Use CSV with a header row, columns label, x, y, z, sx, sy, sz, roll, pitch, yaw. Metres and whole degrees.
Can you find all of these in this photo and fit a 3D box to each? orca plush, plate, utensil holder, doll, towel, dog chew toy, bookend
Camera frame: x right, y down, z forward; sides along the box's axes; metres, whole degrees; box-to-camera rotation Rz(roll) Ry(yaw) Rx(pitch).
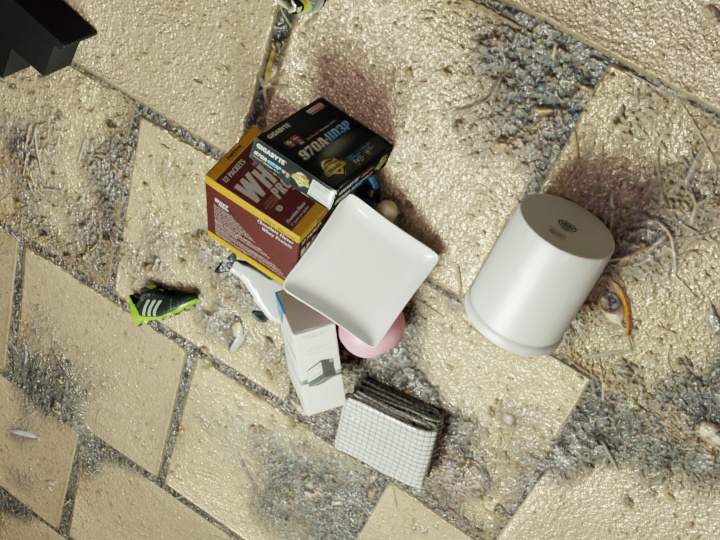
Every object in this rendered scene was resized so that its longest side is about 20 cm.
label,x,y,z,sx,sy,sz,roll,pitch,yaw
orca plush,-0.195,0.041,1.779,0.200,0.071,0.105,27,89,-18
plate,0.000,0.000,1.555,0.200,0.032,0.200,34,95,-14
utensil holder,0.278,0.005,1.415,0.170,0.170,0.200,32,126,11
doll,-0.021,-0.138,1.584,0.200,0.048,0.137,28,129,18
towel,0.057,0.317,1.787,0.200,0.086,0.166,22,128,17
dog chew toy,-0.002,0.056,1.648,0.125,0.125,0.200,-24,94,38
bookend,-0.638,-0.441,1.753,0.200,0.092,0.199,42,132,2

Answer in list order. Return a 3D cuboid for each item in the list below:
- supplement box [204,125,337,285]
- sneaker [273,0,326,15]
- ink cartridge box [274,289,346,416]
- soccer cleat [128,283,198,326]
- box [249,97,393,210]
label,x,y,z,sx,sy,sz,roll,pitch,yaw
supplement box,-0.151,-0.104,1.585,0.197,0.133,0.200,33,153,11
sneaker,-0.145,-0.480,1.440,0.200,0.076,0.075,38,132,8
ink cartridge box,-0.094,0.148,1.717,0.145,0.084,0.200,-122,21,-53
soccer cleat,-0.428,0.065,1.946,0.200,0.068,0.081,-15,96,37
box,-0.059,-0.193,1.477,0.159,0.200,0.046,35,130,10
